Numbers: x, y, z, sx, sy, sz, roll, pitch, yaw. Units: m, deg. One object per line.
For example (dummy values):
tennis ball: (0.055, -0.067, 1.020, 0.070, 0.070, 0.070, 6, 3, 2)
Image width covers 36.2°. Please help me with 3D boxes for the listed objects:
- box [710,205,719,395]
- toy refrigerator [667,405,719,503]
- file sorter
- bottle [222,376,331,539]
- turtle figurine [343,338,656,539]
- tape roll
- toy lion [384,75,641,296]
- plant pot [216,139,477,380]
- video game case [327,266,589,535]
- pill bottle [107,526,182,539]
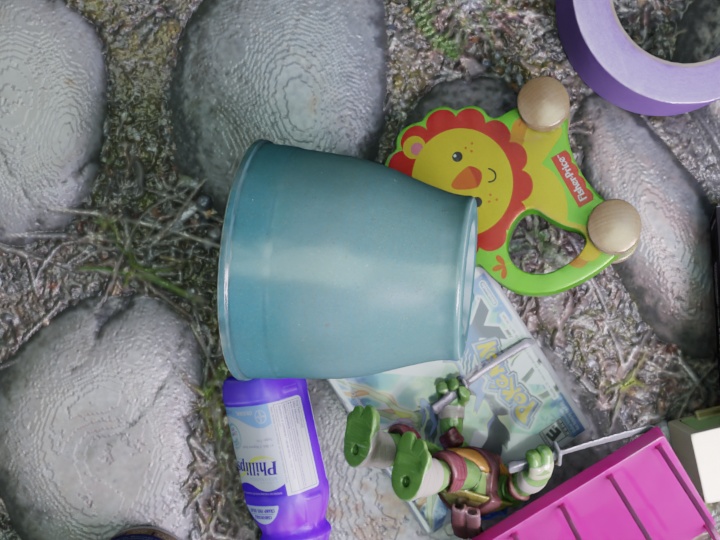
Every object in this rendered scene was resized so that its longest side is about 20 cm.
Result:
box: (0.384, 0.041, 0.963, 0.141, 0.036, 0.202, 2, 69, 6)
toy refrigerator: (0.387, 0.145, 0.987, 0.198, 0.076, 0.071, -14, 91, 1)
file sorter: (0.204, 0.257, 0.889, 0.199, 0.126, 0.139, -33, 126, 7)
bottle: (-0.069, 0.188, 0.986, 0.065, 0.083, 0.202, -13, 92, -40)
turtle figurine: (0.096, 0.131, 0.923, 0.200, 0.193, 0.145, -49, 50, 29)
tape roll: (0.278, -0.243, 0.977, 0.197, 0.085, 0.203, 0, 92, 1)
toy lion: (0.124, -0.063, 0.983, 0.190, 0.069, 0.201, -30, 78, 6)
plant pot: (0.000, 0.000, 0.910, 0.186, 0.200, 0.203, 5, 91, 9)
video game case: (0.082, 0.110, 1.014, 0.181, 0.022, 0.201, -33, 91, 1)
pill bottle: (-0.200, 0.294, 0.929, 0.110, 0.200, 0.112, 0, 91, 0)
